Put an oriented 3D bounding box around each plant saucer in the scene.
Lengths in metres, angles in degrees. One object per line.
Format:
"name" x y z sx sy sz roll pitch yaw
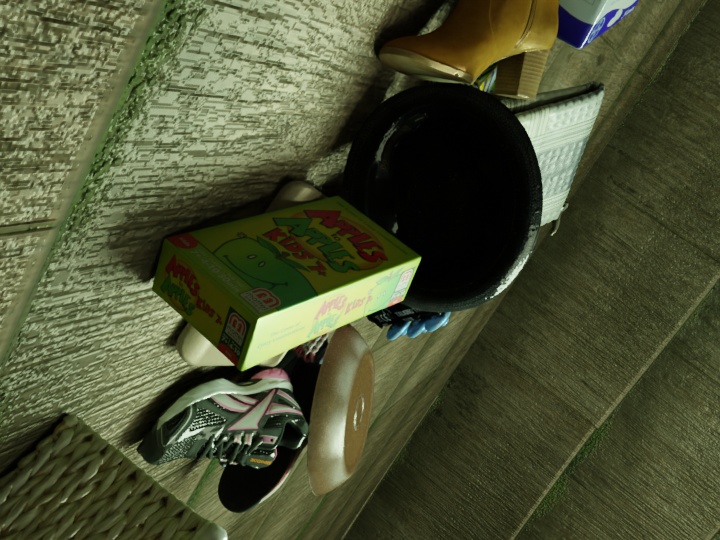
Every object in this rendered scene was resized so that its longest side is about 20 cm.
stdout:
"plant saucer" -0.016 0.163 1.010 0.200 0.036 0.204 8 90 -77

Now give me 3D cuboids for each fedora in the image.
"fedora" 0.077 -0.068 0.799 0.202 0.199 0.092 -57 175 14

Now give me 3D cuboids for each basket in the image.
"basket" -0.220 0.255 0.672 0.198 0.160 0.201 -46 163 -28

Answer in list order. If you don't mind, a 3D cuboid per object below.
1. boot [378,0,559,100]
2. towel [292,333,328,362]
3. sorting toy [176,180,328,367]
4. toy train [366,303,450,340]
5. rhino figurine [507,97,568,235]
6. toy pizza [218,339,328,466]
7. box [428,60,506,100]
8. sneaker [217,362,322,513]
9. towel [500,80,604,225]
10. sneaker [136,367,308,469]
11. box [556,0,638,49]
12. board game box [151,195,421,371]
"boot" 0.103 -0.238 0.772 0.199 0.070 0.146 1 101 -39
"towel" 0.000 0.000 0.924 0.200 0.030 0.147 -51 -173 46
"sorting toy" -0.081 0.009 0.824 0.186 0.036 0.200 -55 162 3
"toy train" 0.072 0.022 1.117 0.115 0.087 0.200 -54 -166 -23
"rhino figurine" 0.195 -0.135 1.065 0.086 0.202 0.060 -23 172 3
"toy pizza" -0.110 0.153 1.061 0.201 0.032 0.201 -49 164 -19
"box" 0.114 -0.182 0.935 0.070 0.064 0.200 -49 165 -15
"sneaker" -0.087 0.205 1.055 0.203 0.067 0.108 -56 163 -2
"towel" 0.157 -0.104 0.935 0.198 0.035 0.194 -19 143 -23
"sneaker" -0.120 0.157 0.855 0.199 0.087 0.081 -14 148 -49
"box" 0.270 -0.367 0.926 0.184 0.104 0.201 -40 160 -46
"board game box" -0.051 0.001 0.678 0.199 0.101 0.048 -20 139 -50
